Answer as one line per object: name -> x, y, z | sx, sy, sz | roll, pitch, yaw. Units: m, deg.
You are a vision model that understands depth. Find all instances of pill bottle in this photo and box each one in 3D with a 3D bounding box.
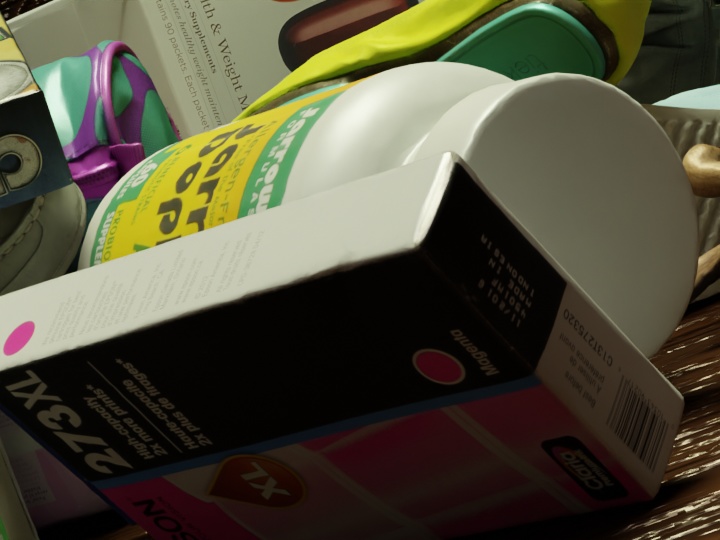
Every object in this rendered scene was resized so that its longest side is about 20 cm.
pill bottle -> 0.006, 0.001, 0.773 | 0.113, 0.113, 0.200 | -24, 7, -33

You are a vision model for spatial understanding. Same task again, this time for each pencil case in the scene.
pencil case -> -0.164, -0.020, 0.988 | 0.200, 0.085, 0.092 | -18, 8, 11

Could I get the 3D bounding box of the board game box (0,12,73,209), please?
board game box -> -0.179, -0.048, 0.894 | 0.135, 0.035, 0.200 | -20, 21, -7

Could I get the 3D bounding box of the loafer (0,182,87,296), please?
loafer -> -0.183, 0.019, 0.870 | 0.200, 0.070, 0.070 | -33, 37, 7

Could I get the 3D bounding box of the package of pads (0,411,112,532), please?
package of pads -> -0.147, 0.061, 0.954 | 0.200, 0.076, 0.120 | -18, 7, 27

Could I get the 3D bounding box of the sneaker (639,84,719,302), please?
sneaker -> 0.107, -0.025, 0.911 | 0.200, 0.074, 0.082 | -10, 0, -26

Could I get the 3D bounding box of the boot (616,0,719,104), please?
boot -> 0.103, -0.082, 1.036 | 0.200, 0.132, 0.070 | -16, 44, 15

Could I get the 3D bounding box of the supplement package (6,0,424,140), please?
supplement package -> -0.052, -0.074, 1.342 | 0.200, 0.192, 0.147 | -25, 8, -40

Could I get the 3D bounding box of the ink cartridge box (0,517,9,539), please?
ink cartridge box -> -0.163, 0.060, 0.640 | 0.084, 0.146, 0.200 | -19, 6, 9

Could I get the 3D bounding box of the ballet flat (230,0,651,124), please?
ballet flat -> 0.028, -0.068, 0.925 | 0.200, 0.067, 0.067 | -24, 28, 45

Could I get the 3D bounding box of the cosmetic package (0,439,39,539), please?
cosmetic package -> -0.211, 0.093, 0.803 | 0.200, 0.087, 0.103 | -21, 4, 7

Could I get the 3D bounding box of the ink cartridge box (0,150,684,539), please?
ink cartridge box -> -0.026, 0.033, 0.652 | 0.200, 0.095, 0.037 | -14, 41, 42

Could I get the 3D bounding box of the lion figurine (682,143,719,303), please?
lion figurine -> 0.195, -0.041, 0.798 | 0.122, 0.073, 0.200 | 5, 37, 48
